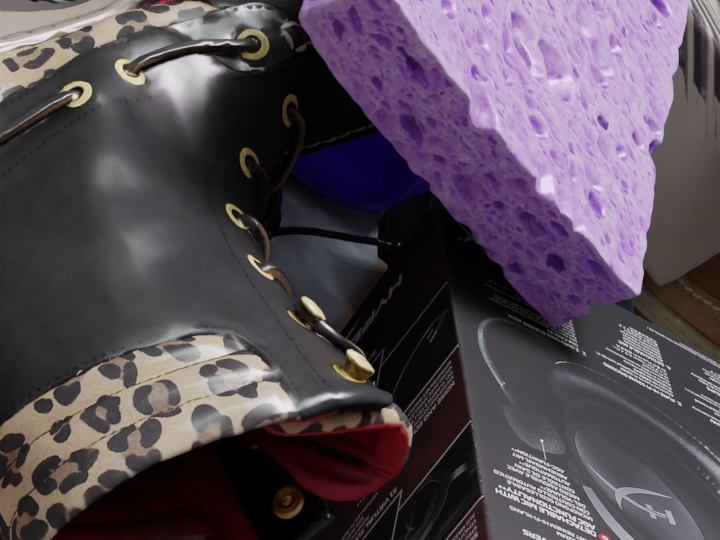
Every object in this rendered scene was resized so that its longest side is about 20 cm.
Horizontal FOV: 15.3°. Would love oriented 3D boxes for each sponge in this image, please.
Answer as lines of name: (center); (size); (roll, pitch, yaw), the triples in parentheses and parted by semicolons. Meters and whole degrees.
sponge: (0.045, -0.089, 0.714); (0.112, 0.030, 0.200); (48, 35, -26)

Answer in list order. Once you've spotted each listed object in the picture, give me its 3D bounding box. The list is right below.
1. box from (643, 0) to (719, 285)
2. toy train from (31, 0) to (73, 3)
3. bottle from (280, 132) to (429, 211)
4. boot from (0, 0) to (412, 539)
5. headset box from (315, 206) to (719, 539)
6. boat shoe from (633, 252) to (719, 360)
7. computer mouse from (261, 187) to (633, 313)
box: (0.065, -0.098, 0.855); (0.200, 0.068, 0.082); (49, 22, -23)
toy train: (-0.127, -0.074, 0.742); (0.200, 0.034, 0.046); (5, 35, -50)
bottle: (0.009, -0.089, 0.913); (0.083, 0.065, 0.200); (40, 23, -8)
boot: (-0.032, -0.006, 0.656); (0.199, 0.073, 0.151); (-11, 51, -32)
headset box: (0.067, 0.091, 0.652); (0.149, 0.077, 0.200); (27, 26, -19)
boat shoe: (0.161, -0.006, 0.956); (0.072, 0.076, 0.200); (47, 27, 18)
computer mouse: (0.000, 0.000, 0.794); (0.200, 0.034, 0.059); (13, 49, -33)
